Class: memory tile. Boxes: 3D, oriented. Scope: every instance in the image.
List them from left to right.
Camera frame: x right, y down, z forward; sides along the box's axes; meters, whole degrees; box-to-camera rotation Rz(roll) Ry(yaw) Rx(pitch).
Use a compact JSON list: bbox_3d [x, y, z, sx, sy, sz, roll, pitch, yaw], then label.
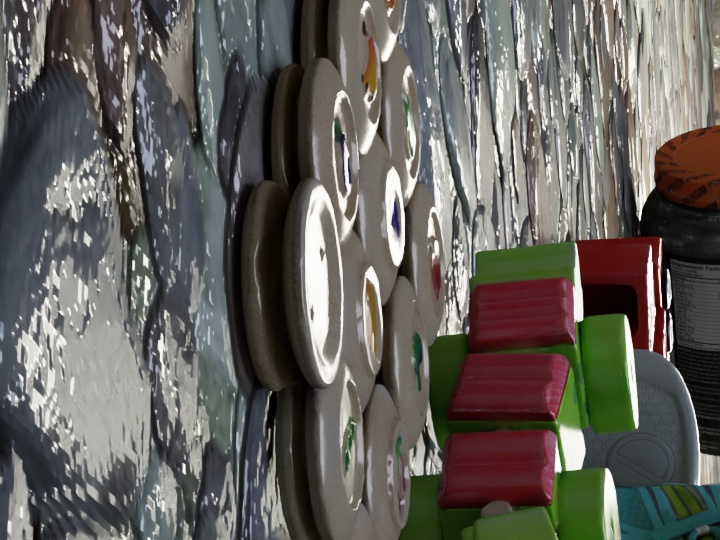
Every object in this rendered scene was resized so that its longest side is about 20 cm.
[{"bbox_3d":[0.000,0.000,0.730,0.201,0.017,0.154,-78,162,-54],"label":"memory tile"}]

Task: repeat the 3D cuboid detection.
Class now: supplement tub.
[{"bbox_3d":[0.250,0.012,1.816,0.123,0.122,0.201,-72,157,-63],"label":"supplement tub"}]

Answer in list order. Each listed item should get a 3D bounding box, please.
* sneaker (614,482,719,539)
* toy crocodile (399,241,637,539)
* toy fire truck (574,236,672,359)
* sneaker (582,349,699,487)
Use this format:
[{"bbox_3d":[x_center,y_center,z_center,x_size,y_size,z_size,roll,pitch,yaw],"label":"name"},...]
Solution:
[{"bbox_3d":[0.126,0.110,1.051,0.199,0.079,0.078,-9,85,-43],"label":"sneaker"},{"bbox_3d":[0.049,0.047,0.845,0.201,0.067,0.062,-77,161,-55],"label":"toy crocodile"},{"bbox_3d":[0.124,0.056,1.310,0.141,0.048,0.201,-75,160,-59],"label":"toy fire truck"},{"bbox_3d":[0.107,0.139,1.155,0.099,0.070,0.201,71,24,-63],"label":"sneaker"}]
